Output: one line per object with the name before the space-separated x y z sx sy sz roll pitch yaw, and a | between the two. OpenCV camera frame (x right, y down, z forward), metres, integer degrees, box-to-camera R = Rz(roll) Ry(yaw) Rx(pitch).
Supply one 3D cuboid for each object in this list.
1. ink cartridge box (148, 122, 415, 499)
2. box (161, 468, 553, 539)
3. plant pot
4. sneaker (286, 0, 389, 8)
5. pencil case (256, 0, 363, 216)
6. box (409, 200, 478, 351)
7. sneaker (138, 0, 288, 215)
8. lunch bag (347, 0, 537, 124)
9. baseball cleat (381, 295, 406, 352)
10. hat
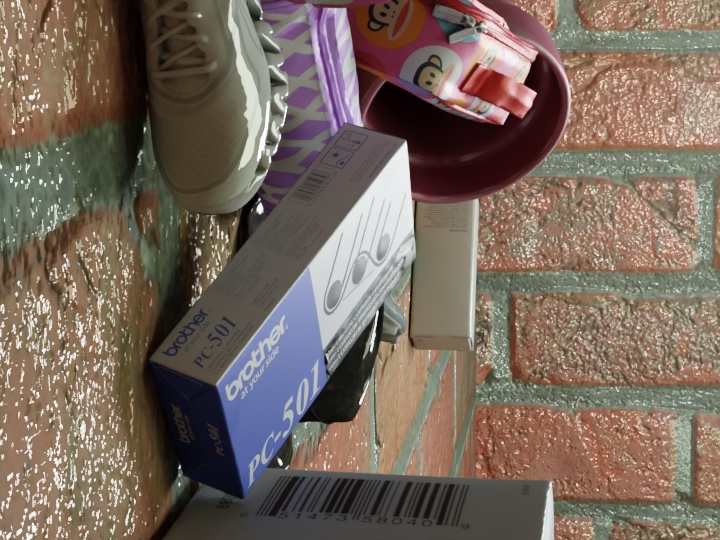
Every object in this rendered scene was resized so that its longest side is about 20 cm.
ink cartridge box | -0.035 0.018 0.784 0.200 0.044 0.094 -53 150 -36
box | -0.004 0.214 0.724 0.200 0.198 0.172 -53 143 -73
plant pot | 0.077 -0.192 1.316 0.201 0.199 0.180 81 -2 -47
sneaker | -0.028 -0.204 0.734 0.200 0.073 0.088 -122 -150 -47
pencil case | -0.036 -0.105 0.845 0.084 0.085 0.201 -38 141 -19
box | 0.109 -0.001 1.837 0.068 0.082 0.201 68 25 -71
sneaker | -0.079 -0.127 0.666 0.081 0.075 0.201 9 79 -67
lunch bag | 0.038 -0.154 0.951 0.082 0.176 0.200 -61 164 9
baseball cleat | 0.000 0.000 1.156 0.200 0.069 0.107 64 28 -73
hat | -0.025 0.040 0.954 0.201 0.080 0.202 0 90 -80
